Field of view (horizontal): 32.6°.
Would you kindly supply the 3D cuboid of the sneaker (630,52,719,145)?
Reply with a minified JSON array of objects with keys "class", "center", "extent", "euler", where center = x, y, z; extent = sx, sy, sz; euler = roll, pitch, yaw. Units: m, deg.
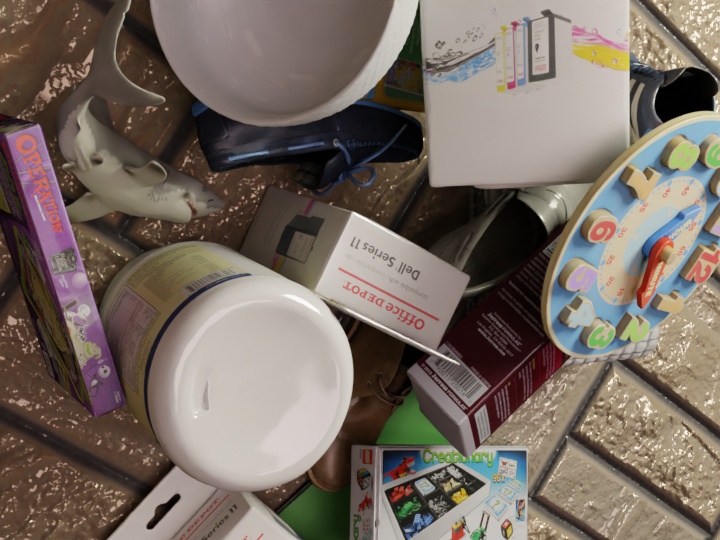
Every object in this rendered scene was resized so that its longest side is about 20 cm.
[{"class":"sneaker","center":[0.249,-0.145,1.014],"extent":[0.074,0.201,0.085],"euler":[2,132,-20]}]

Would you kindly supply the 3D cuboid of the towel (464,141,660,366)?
[{"class":"towel","center":[0.175,-0.020,1.070],"extent":[0.164,0.085,0.203],"euler":[-3,98,-18]}]

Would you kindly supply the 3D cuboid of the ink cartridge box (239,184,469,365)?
[{"class":"ink cartridge box","center":[0.000,0.000,0.921],"extent":[0.116,0.200,0.068],"euler":[27,89,-28]}]

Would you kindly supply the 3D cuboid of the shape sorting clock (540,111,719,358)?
[{"class":"shape sorting clock","center":[0.207,-0.020,0.872],"extent":[0.199,0.039,0.201],"euler":[-29,141,-27]}]

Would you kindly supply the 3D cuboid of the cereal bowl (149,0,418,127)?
[{"class":"cereal bowl","center":[-0.043,-0.199,0.840],"extent":[0.083,0.198,0.203],"euler":[-11,109,-62]}]

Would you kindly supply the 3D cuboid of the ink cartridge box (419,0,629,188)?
[{"class":"ink cartridge box","center":[0.116,-0.171,0.889],"extent":[0.143,0.147,0.203],"euler":[-2,105,5]}]

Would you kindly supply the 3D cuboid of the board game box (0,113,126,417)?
[{"class":"board game box","center":[-0.220,-0.007,0.858],"extent":[0.032,0.120,0.202],"euler":[-20,110,-20]}]

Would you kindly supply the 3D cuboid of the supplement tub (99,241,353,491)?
[{"class":"supplement tub","center":[-0.106,0.059,0.882],"extent":[0.143,0.200,0.147],"euler":[-6,103,-25]}]

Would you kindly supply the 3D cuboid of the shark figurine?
[{"class":"shark figurine","center":[-0.181,-0.105,0.869],"extent":[0.126,0.215,0.090],"euler":[-7,64,4]}]

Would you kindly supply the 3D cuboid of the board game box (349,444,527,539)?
[{"class":"board game box","center":[0.071,0.212,1.046],"extent":[0.199,0.034,0.128],"euler":[9,80,-44]}]

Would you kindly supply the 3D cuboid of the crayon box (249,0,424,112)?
[{"class":"crayon box","center":[-0.002,-0.195,0.964],"extent":[0.198,0.051,0.127],"euler":[4,99,-26]}]

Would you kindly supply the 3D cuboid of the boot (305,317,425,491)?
[{"class":"boot","center":[0.010,0.094,1.018],"extent":[0.073,0.075,0.202],"euler":[21,92,-30]}]

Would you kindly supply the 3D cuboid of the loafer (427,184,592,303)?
[{"class":"loafer","center":[0.138,-0.040,0.974],"extent":[0.199,0.070,0.070],"euler":[-39,106,-10]}]

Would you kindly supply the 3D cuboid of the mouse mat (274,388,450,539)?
[{"class":"mouse mat","center":[0.026,0.213,1.089],"extent":[0.200,0.008,0.162],"euler":[-41,115,-12]}]

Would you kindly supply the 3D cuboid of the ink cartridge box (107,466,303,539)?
[{"class":"ink cartridge box","center":[-0.097,0.252,0.990],"extent":[0.117,0.067,0.200],"euler":[-47,116,-5]}]

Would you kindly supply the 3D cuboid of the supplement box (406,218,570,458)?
[{"class":"supplement box","center":[0.131,0.046,0.958],"extent":[0.200,0.061,0.109],"euler":[-42,158,-9]}]

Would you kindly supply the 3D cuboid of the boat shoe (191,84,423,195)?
[{"class":"boat shoe","center":[-0.039,-0.091,0.945],"extent":[0.198,0.084,0.070],"euler":[1,76,-29]}]
